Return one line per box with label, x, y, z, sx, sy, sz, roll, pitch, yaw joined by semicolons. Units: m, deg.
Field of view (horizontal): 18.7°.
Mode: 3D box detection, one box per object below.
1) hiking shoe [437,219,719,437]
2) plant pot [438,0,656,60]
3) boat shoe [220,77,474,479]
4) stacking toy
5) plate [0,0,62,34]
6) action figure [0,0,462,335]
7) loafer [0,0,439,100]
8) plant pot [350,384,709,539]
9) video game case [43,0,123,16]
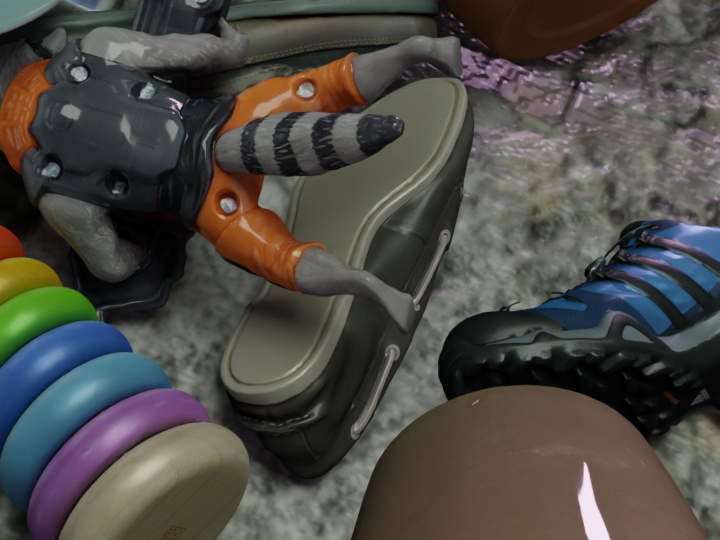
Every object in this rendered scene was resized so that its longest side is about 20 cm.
hiking shoe;0.113;0.023;0.919;0.199;0.075;0.087;-3;50;-29
plant pot;0.081;-0.188;0.973;0.199;0.200;0.141;-22;73;-27
boat shoe;0.000;0.000;0.914;0.066;0.057;0.201;1;43;30
stacking toy;-0.133;0.032;0.841;0.085;0.086;0.200;-30;62;-30
plate;-0.205;-0.129;0.845;0.198;0.026;0.201;2;28;-1
action figure;-0.061;-0.074;0.851;0.192;0.105;0.202;7;85;15
loafer;-0.061;-0.083;0.948;0.198;0.072;0.064;-6;92;-14
plant pot;0.062;0.140;0.768;0.198;0.201;0.175;8;36;-10
video game case;-0.166;-0.214;1.024;0.181;0.022;0.201;22;55;0
